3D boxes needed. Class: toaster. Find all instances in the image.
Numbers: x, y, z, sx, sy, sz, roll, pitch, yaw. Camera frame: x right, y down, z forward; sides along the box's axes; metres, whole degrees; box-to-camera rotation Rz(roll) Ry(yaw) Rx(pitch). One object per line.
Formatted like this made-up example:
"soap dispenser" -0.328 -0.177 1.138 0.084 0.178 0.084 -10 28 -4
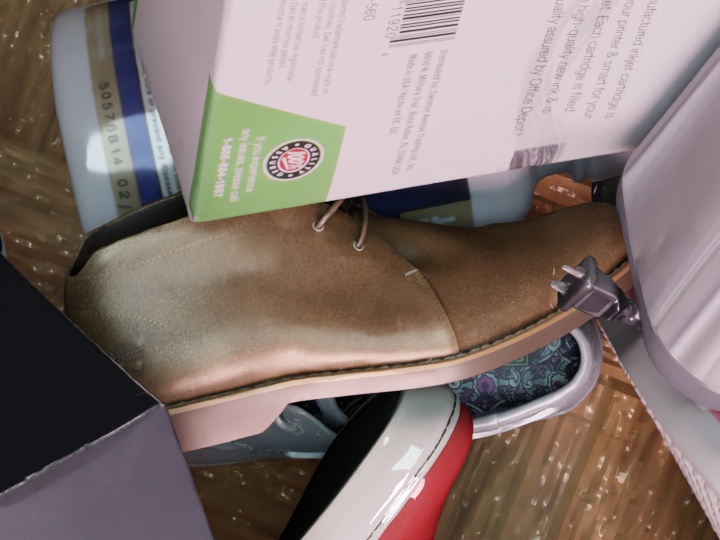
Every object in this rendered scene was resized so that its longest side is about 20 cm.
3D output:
"toaster" 0.170 -0.024 0.837 0.199 0.129 0.114 10 48 -20

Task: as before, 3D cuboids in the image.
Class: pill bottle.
"pill bottle" -0.002 -0.056 0.966 0.199 0.111 0.111 -12 88 0

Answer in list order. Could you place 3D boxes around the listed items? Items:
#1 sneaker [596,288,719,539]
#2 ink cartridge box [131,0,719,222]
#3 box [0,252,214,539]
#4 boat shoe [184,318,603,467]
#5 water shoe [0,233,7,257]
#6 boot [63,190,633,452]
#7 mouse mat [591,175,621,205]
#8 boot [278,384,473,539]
"sneaker" 0.145 0.031 0.917 0.104 0.200 0.075 -28 108 5
"ink cartridge box" 0.040 -0.099 0.841 0.199 0.146 0.085 -10 61 -16
"box" -0.093 0.109 0.858 0.079 0.141 0.200 -30 124 -20
"boat shoe" -0.012 0.032 0.983 0.200 0.072 0.070 -5 89 1
"water shoe" -0.167 -0.055 0.936 0.071 0.079 0.200 -9 48 -16
"boot" 0.000 0.000 0.900 0.199 0.074 0.076 -15 103 -11
"mouse mat" 0.173 -0.106 1.018 0.160 0.008 0.201 5 89 1
"boot" 0.030 0.135 0.950 0.144 0.072 0.200 28 126 0
